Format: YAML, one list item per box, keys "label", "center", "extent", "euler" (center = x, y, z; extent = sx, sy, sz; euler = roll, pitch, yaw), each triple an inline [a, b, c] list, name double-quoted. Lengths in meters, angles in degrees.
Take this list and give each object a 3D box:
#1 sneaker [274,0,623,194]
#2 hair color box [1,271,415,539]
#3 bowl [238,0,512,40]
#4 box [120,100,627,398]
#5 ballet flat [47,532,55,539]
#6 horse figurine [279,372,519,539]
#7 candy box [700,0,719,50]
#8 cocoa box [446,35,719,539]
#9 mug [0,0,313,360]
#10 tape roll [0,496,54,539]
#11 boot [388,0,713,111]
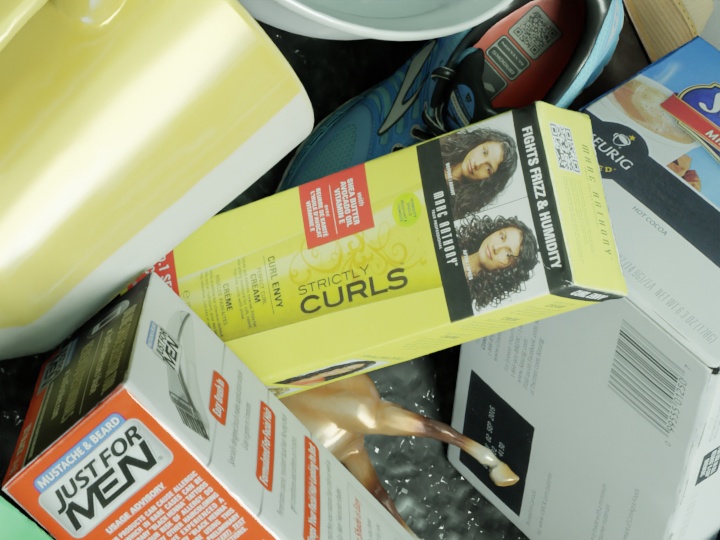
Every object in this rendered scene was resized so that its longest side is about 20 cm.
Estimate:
- label: "sneaker"
  center: [0.031, -0.061, 0.843]
  extent: [0.078, 0.090, 0.200]
  euler: [41, 90, -1]
- label: "hair color box"
  center: [-0.034, 0.105, 0.742]
  extent: [0.064, 0.111, 0.200]
  euler: [-39, 106, 12]
- label: "bowl"
  center: [-0.021, -0.176, 0.831]
  extent: [0.200, 0.090, 0.202]
  euler: [9, 73, -29]
- label: "box"
  center: [0.000, 0.000, 0.788]
  extent: [0.050, 0.199, 0.076]
  euler: [9, 68, -57]
- label: "ballet flat"
  center: [-0.147, 0.171, 0.795]
  extent: [0.200, 0.071, 0.071]
  euler: [-46, 112, -8]
- label: "horse figurine"
  center: [-0.032, 0.096, 0.856]
  extent: [0.133, 0.050, 0.200]
  euler: [43, 78, 12]
- label: "candy box"
  center: [0.241, -0.080, 0.961]
  extent: [0.071, 0.167, 0.201]
  euler: [-15, 98, -31]
- label: "cocoa box"
  center: [0.132, 0.030, 0.867]
  extent: [0.131, 0.133, 0.201]
  euler: [-32, 148, -27]
- label: "mug"
  center: [-0.130, -0.059, 0.758]
  extent: [0.153, 0.149, 0.187]
  euler: [-48, 139, -11]
- label: "tape roll"
  center: [-0.182, 0.076, 0.697]
  extent: [0.200, 0.200, 0.048]
  euler: [42, 70, -24]
- label: "boot"
  center: [0.053, -0.125, 0.908]
  extent: [0.200, 0.072, 0.166]
  euler: [46, 76, -14]
